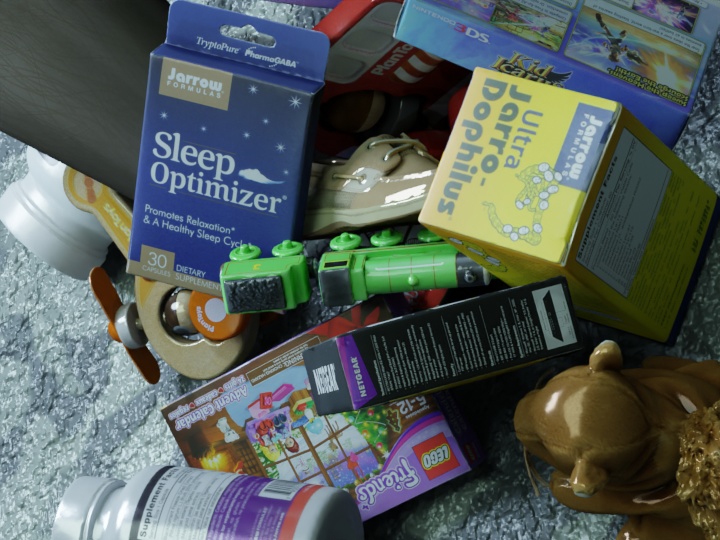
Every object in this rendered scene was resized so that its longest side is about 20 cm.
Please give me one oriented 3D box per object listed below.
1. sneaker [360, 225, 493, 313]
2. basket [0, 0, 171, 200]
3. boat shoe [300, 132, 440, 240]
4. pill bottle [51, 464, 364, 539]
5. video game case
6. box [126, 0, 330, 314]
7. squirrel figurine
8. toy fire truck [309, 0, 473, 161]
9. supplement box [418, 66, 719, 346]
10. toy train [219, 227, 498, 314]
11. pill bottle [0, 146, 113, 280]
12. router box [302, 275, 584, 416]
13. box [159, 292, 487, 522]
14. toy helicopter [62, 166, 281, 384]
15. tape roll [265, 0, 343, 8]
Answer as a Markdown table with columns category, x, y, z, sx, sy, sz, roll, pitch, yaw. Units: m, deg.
| category | x | y | z | sx | sy | sz | roll | pitch | yaw |
| --- | --- | --- | --- | --- | --- | --- | --- | --- | --- |
| sneaker | 0.066 | -0.047 | 1.735 | 0.108 | 0.067 | 0.202 | 45 | 114 | 39 |
| basket | -0.171 | -0.132 | 1.792 | 0.199 | 0.136 | 0.181 | 34 | 125 | 5 |
| boat shoe | 0.016 | -0.061 | 1.686 | 0.199 | 0.071 | 0.065 | -8 | 86 | 50 |
| pill bottle | -0.107 | 0.193 | 1.700 | 0.199 | 0.111 | 0.112 | 5 | 75 | 21 |
| video game case | 0.142 | -0.186 | 1.646 | 0.199 | 0.046 | 0.182 | 23 | 49 | 1 |
| box | -0.092 | -0.078 | 1.702 | 0.120 | 0.032 | 0.201 | 14 | 114 | 12 |
| squirrel figurine | 0.196 | 0.107 | 1.515 | 0.199 | 0.186 | 0.142 | 9 | 77 | 38 |
| toy fire truck | 0.023 | -0.140 | 1.741 | 0.200 | 0.167 | 0.113 | -35 | 52 | 46 |
| supplement box | 0.140 | -0.039 | 1.599 | 0.109 | 0.200 | 0.109 | 17 | 82 | 31 |
| toy train | 0.000 | 0.000 | 1.667 | 0.199 | 0.042 | 0.056 | -6 | 23 | 9 |
| pill bottle | -0.188 | -0.098 | 1.927 | 0.200 | 0.116 | 0.116 | -50 | 51 | 9 |
| router box | 0.048 | 0.051 | 1.577 | 0.148 | 0.200 | 0.051 | -14 | 87 | -8 |
| box | -0.027 | 0.113 | 1.733 | 0.199 | 0.039 | 0.137 | -28 | 90 | 25 |
| toy helicopter | -0.158 | -0.002 | 1.853 | 0.132 | 0.079 | 0.200 | -44 | 80 | 26 |
| tape roll | -0.070 | -0.239 | 1.765 | 0.200 | 0.199 | 0.066 | 23 | 109 | 40 |
